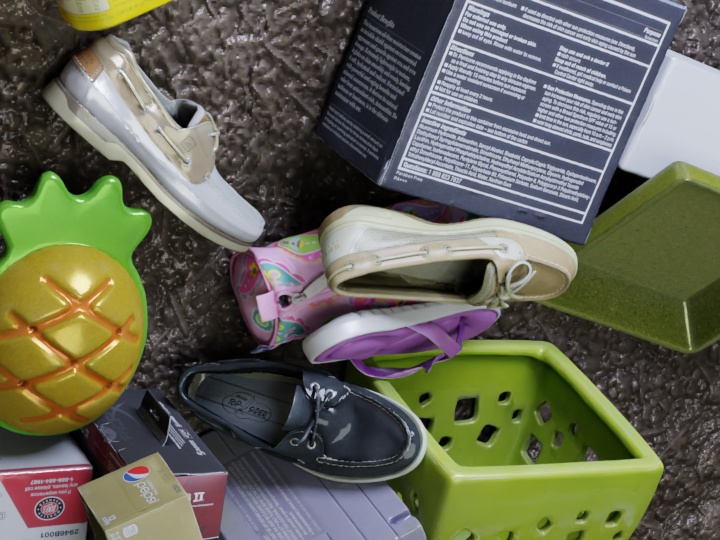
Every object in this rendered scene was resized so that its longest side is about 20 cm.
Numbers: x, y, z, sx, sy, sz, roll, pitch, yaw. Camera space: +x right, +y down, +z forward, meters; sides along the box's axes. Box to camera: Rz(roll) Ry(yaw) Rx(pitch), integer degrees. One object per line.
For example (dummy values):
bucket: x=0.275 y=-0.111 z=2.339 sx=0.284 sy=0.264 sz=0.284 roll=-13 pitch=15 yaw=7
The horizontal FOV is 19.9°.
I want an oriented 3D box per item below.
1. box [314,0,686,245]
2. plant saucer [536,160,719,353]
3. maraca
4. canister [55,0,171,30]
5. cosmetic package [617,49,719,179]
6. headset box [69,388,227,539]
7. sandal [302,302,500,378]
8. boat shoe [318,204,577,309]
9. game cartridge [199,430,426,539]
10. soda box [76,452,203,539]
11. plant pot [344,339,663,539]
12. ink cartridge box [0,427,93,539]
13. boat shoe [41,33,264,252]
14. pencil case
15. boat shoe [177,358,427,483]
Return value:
box: x=0.104 y=-0.149 z=1.536 sx=0.200 sy=0.123 sz=0.199 roll=15 pitch=105 yaw=-33
plant saucer: x=0.265 y=-0.017 z=1.675 sx=0.200 sy=0.048 sz=0.200 roll=19 pitch=141 yaw=-31
maraca: x=-0.214 y=0.026 z=1.462 sx=0.137 sy=0.107 sz=0.201 roll=1 pitch=111 yaw=-29
canister: x=-0.167 y=-0.277 z=1.367 sx=0.148 sy=0.087 sz=0.200 roll=-27 pitch=122 yaw=-14
cosmetic package: x=0.291 y=-0.110 z=1.680 sx=0.200 sy=0.074 sz=0.102 roll=19 pitch=103 yaw=-29
headset box: x=-0.167 y=0.190 z=1.532 sx=0.075 sy=0.149 sz=0.201 roll=-2 pitch=112 yaw=-27
sandal: x=0.033 y=0.060 z=1.575 sx=0.202 sy=0.050 sz=0.082 roll=-6 pitch=159 yaw=-45
boat shoe: x=0.067 y=0.001 z=1.504 sx=0.200 sy=0.063 sz=0.073 roll=10 pitch=138 yaw=-21
game cartridge: x=-0.052 y=0.175 z=1.554 sx=0.129 sy=0.200 sz=0.038 roll=-30 pitch=131 yaw=-11
soda box: x=-0.133 y=0.233 z=1.438 sx=0.064 sy=0.068 sz=0.200 roll=-24 pitch=120 yaw=-15
plant pot: x=0.095 y=0.181 z=1.639 sx=0.199 sy=0.199 sz=0.182 roll=-1 pitch=118 yaw=-26
ink cartridge box: x=-0.287 y=0.223 z=1.525 sx=0.144 sy=0.084 sz=0.201 roll=-2 pitch=113 yaw=-27
boat shoe: x=-0.133 y=-0.089 z=1.472 sx=0.068 sy=0.075 sz=0.200 roll=-47 pitch=123 yaw=5
pencil case: x=0.000 y=0.000 z=1.573 sx=0.199 sy=0.087 sz=0.088 roll=-15 pitch=117 yaw=-21
boat shoe: x=-0.049 y=0.106 z=1.529 sx=0.075 sy=0.199 sz=0.066 roll=-68 pitch=156 yaw=-5
